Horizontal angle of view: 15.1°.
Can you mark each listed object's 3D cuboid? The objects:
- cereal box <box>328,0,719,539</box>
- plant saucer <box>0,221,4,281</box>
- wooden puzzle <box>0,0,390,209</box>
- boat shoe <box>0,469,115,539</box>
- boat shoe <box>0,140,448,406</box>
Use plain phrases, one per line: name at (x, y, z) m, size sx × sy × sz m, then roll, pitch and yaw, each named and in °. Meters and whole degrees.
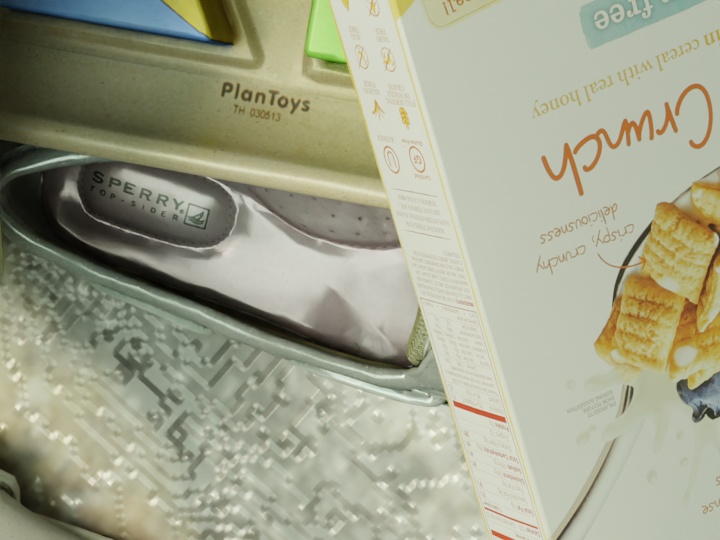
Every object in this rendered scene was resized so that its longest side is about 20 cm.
cereal box at (0.078, -0.024, 0.669) m, size 0.144 × 0.040 × 0.200 m, roll -25°, pitch 107°, yaw -24°
plant saucer at (-0.145, -0.081, 0.687) m, size 0.200 × 0.048 × 0.200 m, roll 49°, pitch 149°, yaw 39°
wooden puzzle at (-0.015, -0.122, 0.695) m, size 0.185 × 0.046 × 0.200 m, roll 11°, pitch 89°, yaw 11°
boat shoe at (-0.133, 0.076, 0.782) m, size 0.200 × 0.071 × 0.070 m, roll 4°, pitch 94°, yaw 13°
boat shoe at (0.000, -0.002, 0.732) m, size 0.202 × 0.065 × 0.075 m, roll 17°, pitch 106°, yaw 9°
